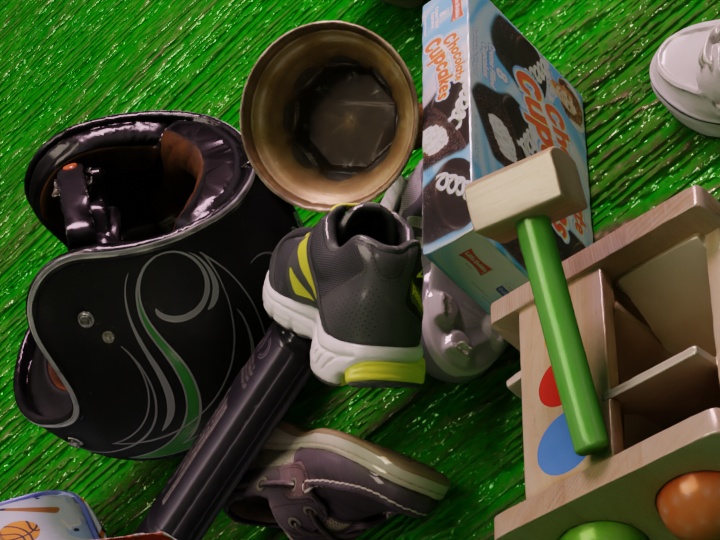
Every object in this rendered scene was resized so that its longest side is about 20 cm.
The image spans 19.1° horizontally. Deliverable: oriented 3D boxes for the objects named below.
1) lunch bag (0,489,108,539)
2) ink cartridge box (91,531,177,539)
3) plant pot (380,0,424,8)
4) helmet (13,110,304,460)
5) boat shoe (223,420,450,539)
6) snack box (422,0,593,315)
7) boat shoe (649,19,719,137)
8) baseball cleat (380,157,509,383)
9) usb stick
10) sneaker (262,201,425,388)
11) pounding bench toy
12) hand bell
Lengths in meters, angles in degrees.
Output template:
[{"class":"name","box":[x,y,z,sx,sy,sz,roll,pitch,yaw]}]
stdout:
[{"class":"lunch bag","box":[-0.205,0.216,1.282,0.159,0.076,0.200,-15,30,-14]},{"class":"ink cartridge box","box":[-0.079,0.201,1.059,0.162,0.200,0.050,-13,49,47]},{"class":"plant pot","box":[0.026,-0.276,1.437,0.176,0.199,0.200,-67,29,14]},{"class":"helmet","box":[-0.124,0.020,1.308,0.198,0.192,0.201,-6,37,5]},{"class":"boat shoe","box":[-0.018,0.124,1.184,0.200,0.072,0.065,3,69,60]},{"class":"snack box","box":[0.082,-0.055,1.180,0.037,0.116,0.201,-28,39,28]},{"class":"boat shoe","box":[0.210,-0.106,1.112,0.072,0.066,0.200,-55,32,-3]},{"class":"baseball cleat","box":[0.047,0.000,1.234,0.106,0.070,0.201,-35,26,39]},{"class":"usb stick","box":[-0.084,0.112,1.210,0.201,0.032,0.056,-57,12,14]},{"class":"sneaker","box":[0.000,0.000,1.136,0.200,0.074,0.085,-134,52,-68]},{"class":"pounding bench toy","box":[0.119,0.059,0.941,0.124,0.200,0.157,-30,37,31]},{"class":"hand bell","box":[0.011,-0.086,1.261,0.104,0.104,0.200,-44,-11,13]}]
